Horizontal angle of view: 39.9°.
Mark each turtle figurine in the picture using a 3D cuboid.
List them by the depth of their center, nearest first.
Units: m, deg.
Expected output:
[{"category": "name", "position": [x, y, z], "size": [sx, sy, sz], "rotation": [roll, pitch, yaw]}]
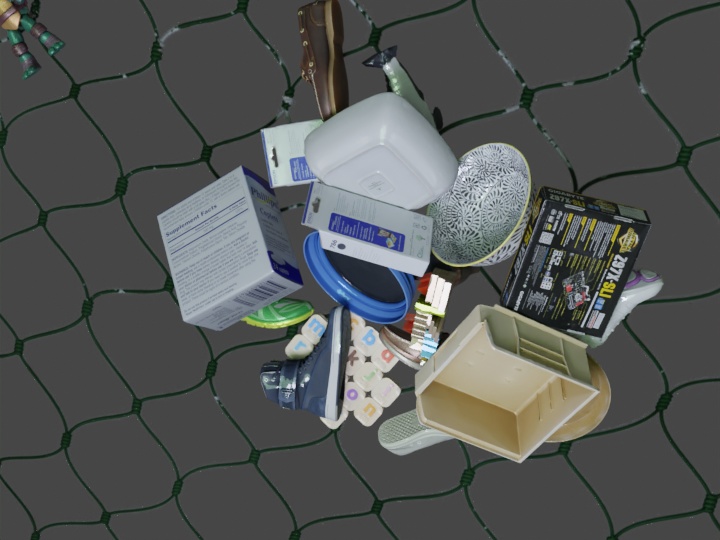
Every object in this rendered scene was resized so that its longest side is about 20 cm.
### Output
[{"category": "turtle figurine", "position": [-0.602, -0.433, 1.681], "size": [0.149, 0.101, 0.200], "rotation": [-31, 108, 35]}]

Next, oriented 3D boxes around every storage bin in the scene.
[{"category": "storage bin", "position": [0.210, 0.167, 1.475], "size": [0.197, 0.094, 0.200], "rotation": [23, 131, -17]}]

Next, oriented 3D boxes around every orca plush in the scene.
[{"category": "orca plush", "position": [0.057, -0.242, 1.545], "size": [0.071, 0.105, 0.200], "rotation": [-3, 130, 54]}]

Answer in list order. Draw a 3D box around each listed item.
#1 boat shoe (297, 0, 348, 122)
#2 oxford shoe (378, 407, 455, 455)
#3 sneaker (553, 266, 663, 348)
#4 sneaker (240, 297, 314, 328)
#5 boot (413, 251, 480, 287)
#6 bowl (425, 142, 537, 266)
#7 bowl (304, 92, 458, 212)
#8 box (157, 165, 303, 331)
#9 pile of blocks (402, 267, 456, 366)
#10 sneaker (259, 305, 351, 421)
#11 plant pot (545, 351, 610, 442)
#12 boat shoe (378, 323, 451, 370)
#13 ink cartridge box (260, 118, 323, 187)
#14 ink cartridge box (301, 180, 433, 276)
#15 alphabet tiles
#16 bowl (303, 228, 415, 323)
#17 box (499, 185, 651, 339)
[{"category": "boat shoe", "position": [-0.060, -0.322, 1.551], "size": [0.070, 0.070, 0.202], "rotation": [-7, 80, 19]}, {"category": "oxford shoe", "position": [0.127, 0.257, 1.650], "size": [0.198, 0.076, 0.058], "rotation": [-20, 138, 11]}, {"category": "sneaker", "position": [0.376, 0.060, 1.533], "size": [0.199, 0.075, 0.100], "rotation": [-23, 115, 19]}, {"category": "sneaker", "position": [-0.175, 0.045, 1.677], "size": [0.198, 0.074, 0.084], "rotation": [12, 109, 14]}, {"category": "boot", "position": [0.097, -0.028, 1.590], "size": [0.199, 0.097, 0.075], "rotation": [31, 119, 33]}, {"category": "bowl", "position": [0.203, -0.084, 1.510], "size": [0.200, 0.094, 0.202], "rotation": [-25, 52, 36]}, {"category": "bowl", "position": [0.030, -0.153, 1.500], "size": [0.199, 0.075, 0.200], "rotation": [-25, 129, 32]}, {"category": "box", "position": [-0.213, -0.033, 1.615], "size": [0.183, 0.105, 0.201], "rotation": [-27, 66, 20]}, {"category": "pile of blocks", "position": [0.096, 0.079, 1.508], "size": [0.062, 0.082, 0.201], "rotation": [15, 131, 9]}, {"category": "sneaker", "position": [-0.094, 0.146, 1.659], "size": [0.145, 0.077, 0.204], "rotation": [12, 108, 11]}, {"category": "plant pot", "position": [0.295, 0.186, 1.572], "size": [0.198, 0.028, 0.202], "rotation": [7, 122, 12]}, {"category": "boat shoe", "position": [0.126, 0.131, 1.615], "size": [0.199, 0.076, 0.072], "rotation": [27, 105, -1]}, {"category": "ink cartridge box", "position": [-0.057, -0.196, 1.599], "size": [0.198, 0.039, 0.100], "rotation": [-5, 101, 16]}, {"category": "ink cartridge box", "position": [0.009, -0.062, 1.475], "size": [0.198, 0.100, 0.039], "rotation": [18, 136, -7]}, {"category": "alphabet tiles", "position": [-0.030, 0.170, 1.695], "size": [0.200, 0.015, 0.196], "rotation": [41, 112, 4]}, {"category": "bowl", "position": [0.000, 0.000, 1.578], "size": [0.200, 0.039, 0.201], "rotation": [28, 148, 19]}, {"category": "box", "position": [0.305, -0.009, 1.427], "size": [0.158, 0.049, 0.201], "rotation": [11, 120, -6]}]
